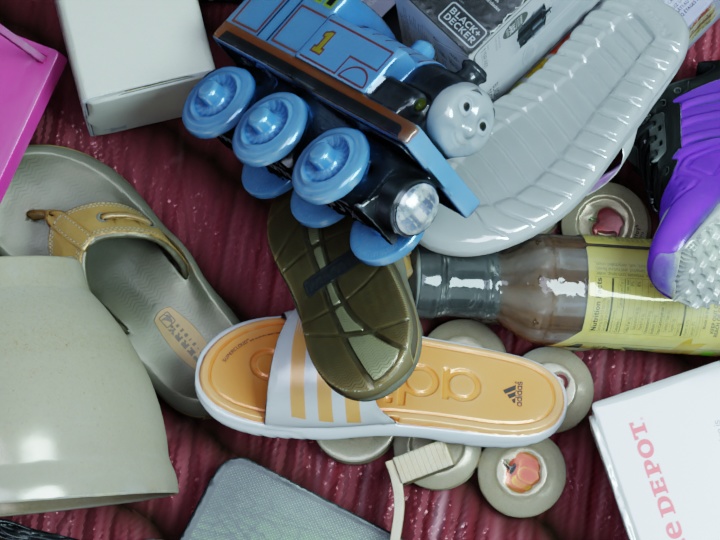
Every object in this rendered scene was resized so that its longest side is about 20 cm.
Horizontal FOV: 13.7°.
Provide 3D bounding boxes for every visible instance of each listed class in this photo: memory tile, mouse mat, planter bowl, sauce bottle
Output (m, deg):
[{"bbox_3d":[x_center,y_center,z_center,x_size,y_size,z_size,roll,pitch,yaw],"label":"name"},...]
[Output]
[{"bbox_3d":[0.067,0.029,1.690,0.153,0.017,0.200,18,83,7],"label":"memory tile"},{"bbox_3d":[-0.023,0.215,1.662,0.200,0.008,0.161,27,83,0],"label":"mouse mat"},{"bbox_3d":[-0.203,0.064,1.606,0.200,0.200,0.135,-6,85,3],"label":"planter bowl"},{"bbox_3d":[0.126,0.011,1.646,0.200,0.065,0.065,5,81,-8],"label":"sauce bottle"}]

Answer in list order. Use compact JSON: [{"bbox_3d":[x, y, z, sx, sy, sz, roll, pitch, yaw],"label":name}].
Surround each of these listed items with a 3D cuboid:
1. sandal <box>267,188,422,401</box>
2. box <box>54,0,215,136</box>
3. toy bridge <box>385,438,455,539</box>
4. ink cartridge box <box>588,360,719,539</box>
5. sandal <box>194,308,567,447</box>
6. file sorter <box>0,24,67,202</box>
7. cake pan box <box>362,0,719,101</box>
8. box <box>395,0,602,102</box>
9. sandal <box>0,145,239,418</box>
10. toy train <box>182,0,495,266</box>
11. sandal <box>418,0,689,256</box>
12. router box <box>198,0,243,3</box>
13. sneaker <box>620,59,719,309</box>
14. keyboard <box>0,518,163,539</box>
[{"bbox_3d":[0.000,0.000,1.608,0.080,0.054,0.200,-30,43,16],"label":"sandal"},{"bbox_3d":[-0.142,-0.186,1.698,0.078,0.095,0.200,-14,82,-5],"label":"box"},{"bbox_3d":[0.051,0.198,1.649,0.067,0.027,0.200,-20,86,-1],"label":"toy bridge"},{"bbox_3d":[0.239,0.114,1.631,0.200,0.084,0.145,-19,80,0],"label":"ink cartridge box"},{"bbox_3d":[0.014,0.049,1.637,0.207,0.059,0.079,4,53,-4],"label":"sandal"},{"bbox_3d":[-0.297,-0.106,1.658,0.200,0.125,0.139,22,83,22],"label":"file sorter"},{"bbox_3d":[0.077,-0.148,1.693,0.200,0.052,0.184,-45,77,-8],"label":"cake pan box"},{"bbox_3d":[0.111,-0.184,1.617,0.200,0.117,0.060,-44,76,-6],"label":"box"},{"bbox_3d":[-0.137,0.001,1.682,0.080,0.054,0.200,-45,81,-4],"label":"sandal"},{"bbox_3d":[-0.010,-0.083,1.575,0.114,0.087,0.200,-51,41,-7],"label":"toy train"},{"bbox_3d":[0.109,-0.068,1.622,0.203,0.050,0.082,-42,59,-19],"label":"sandal"},{"bbox_3d":[-0.050,-0.244,1.649,0.051,0.200,0.149,-1,79,-18],"label":"router box"},{"bbox_3d":[0.180,-0.053,1.637,0.099,0.070,0.200,19,40,19],"label":"sneaker"},{"bbox_3d":[-0.179,0.201,1.679,0.200,0.021,0.127,13,82,5],"label":"keyboard"}]
